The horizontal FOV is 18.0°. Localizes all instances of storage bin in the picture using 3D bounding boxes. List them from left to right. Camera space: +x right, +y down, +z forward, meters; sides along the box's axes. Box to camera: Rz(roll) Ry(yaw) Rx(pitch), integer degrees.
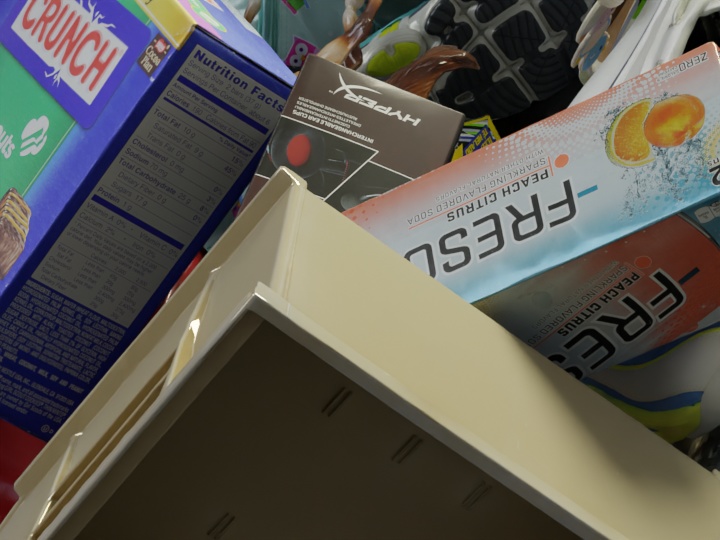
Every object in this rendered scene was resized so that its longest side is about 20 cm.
[{"bbox_3d":[-0.007,0.104,0.759,0.199,0.200,0.094,-48,17,27],"label":"storage bin"}]

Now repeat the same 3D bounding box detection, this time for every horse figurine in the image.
[{"bbox_3d":[-0.047,-0.085,1.089,0.199,0.050,0.133,5,69,31],"label":"horse figurine"}]

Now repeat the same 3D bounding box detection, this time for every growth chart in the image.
[{"bbox_3d":[0.133,-0.149,1.032,0.145,0.018,0.200,-61,-7,-5],"label":"growth chart"}]

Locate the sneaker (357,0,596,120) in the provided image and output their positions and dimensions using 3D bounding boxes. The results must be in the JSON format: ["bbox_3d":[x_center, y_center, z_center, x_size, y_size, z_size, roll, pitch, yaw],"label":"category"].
[{"bbox_3d":[0.037,-0.110,1.147,0.199,0.078,0.080,-27,21,1],"label":"sneaker"}]

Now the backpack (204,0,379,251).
[{"bbox_3d":[-0.063,-0.104,1.298,0.176,0.153,0.201,168,111,-69],"label":"backpack"}]

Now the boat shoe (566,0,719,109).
[{"bbox_3d":[0.151,-0.101,0.929,0.200,0.072,0.066,-53,33,-13],"label":"boat shoe"}]

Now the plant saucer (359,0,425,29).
[{"bbox_3d":[0.026,-0.224,1.171,0.200,0.027,0.201,15,-90,-70],"label":"plant saucer"}]

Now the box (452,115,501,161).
[{"bbox_3d":[0.000,0.000,1.133,0.070,0.065,0.200,-19,-13,-40],"label":"box"}]

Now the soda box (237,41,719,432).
[{"bbox_3d":[0.054,0.001,0.795,0.199,0.064,0.069,-25,47,18],"label":"soda box"}]

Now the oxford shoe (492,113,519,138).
[{"bbox_3d":[0.066,-0.104,1.215,0.200,0.071,0.071,-57,-14,7],"label":"oxford shoe"}]

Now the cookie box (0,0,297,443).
[{"bbox_3d":[-0.135,-0.052,1.050,0.200,0.075,0.171,-53,37,10],"label":"cookie box"}]

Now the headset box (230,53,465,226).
[{"bbox_3d":[-0.033,0.036,0.946,0.149,0.075,0.201,108,-176,-63],"label":"headset box"}]

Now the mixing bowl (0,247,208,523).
[{"bbox_3d":[-0.104,0.084,1.105,0.200,0.108,0.200,-46,20,22],"label":"mixing bowl"}]

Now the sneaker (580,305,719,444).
[{"bbox_3d":[0.076,0.012,0.862,0.076,0.105,0.200,-61,16,-13],"label":"sneaker"}]
